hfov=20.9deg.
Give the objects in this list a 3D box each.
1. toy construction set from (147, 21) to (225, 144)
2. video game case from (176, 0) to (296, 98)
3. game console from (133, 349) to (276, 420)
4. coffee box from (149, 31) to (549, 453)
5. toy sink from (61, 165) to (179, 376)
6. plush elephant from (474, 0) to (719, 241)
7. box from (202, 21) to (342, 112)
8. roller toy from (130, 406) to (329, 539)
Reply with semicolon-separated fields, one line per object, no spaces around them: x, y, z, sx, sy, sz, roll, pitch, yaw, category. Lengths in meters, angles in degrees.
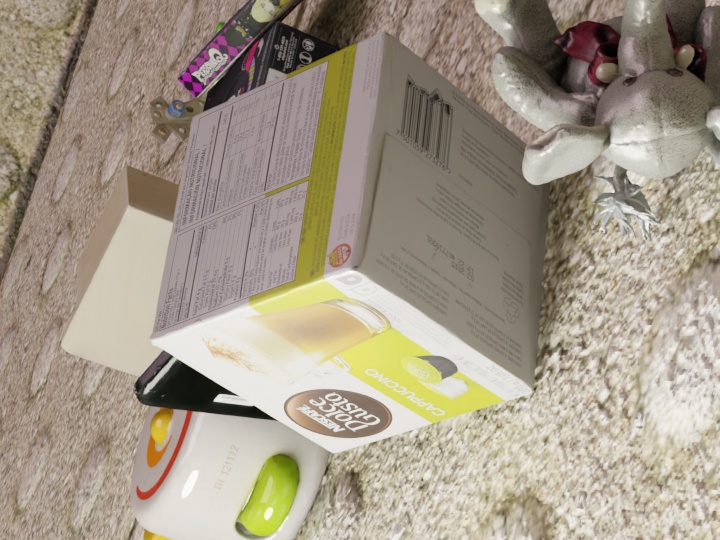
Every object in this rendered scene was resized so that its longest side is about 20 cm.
-0.170;-0.224;2.329;0.200;0.092;0.131;-31;41;44;toy construction set
-0.096;-0.281;2.087;0.181;0.036;0.200;-41;6;28;video game case
-0.086;0.018;1.553;0.176;0.200;0.116;-48;58;21;game console
-0.003;-0.013;1.407;0.198;0.200;0.200;-20;49;36;coffee box
-0.248;0.003;2.233;0.200;0.130;0.112;-62;20;23;toy sink
0.170;-0.115;1.203;0.155;0.164;0.200;-171;73;-84;plush elephant
-0.090;-0.150;2.000;0.200;0.106;0.122;-35;38;59;box
-0.120;0.156;1.720;0.200;0.140;0.183;-41;33;55;roller toy
